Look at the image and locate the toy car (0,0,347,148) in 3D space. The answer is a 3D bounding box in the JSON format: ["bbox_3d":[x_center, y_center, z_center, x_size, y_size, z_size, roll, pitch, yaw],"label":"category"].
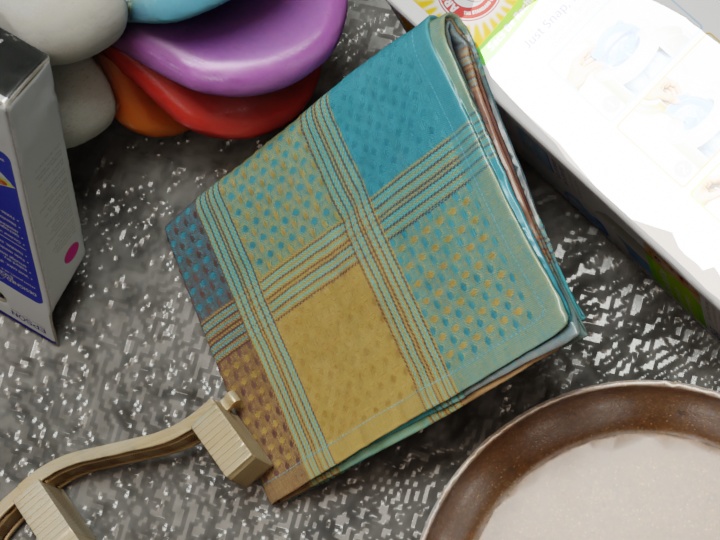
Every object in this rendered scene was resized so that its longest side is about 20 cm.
[{"bbox_3d":[-0.077,-0.126,0.873,0.150,0.200,0.175,36,67,5],"label":"toy car"}]

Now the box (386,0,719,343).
[{"bbox_3d":[0.121,-0.073,0.867,0.101,0.112,0.200,-46,75,1],"label":"box"}]

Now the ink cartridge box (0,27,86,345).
[{"bbox_3d":[-0.169,-0.046,0.878,0.095,0.200,0.037,30,62,14],"label":"ink cartridge box"}]

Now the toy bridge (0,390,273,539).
[{"bbox_3d":[-0.129,0.120,0.910,0.200,0.027,0.067,-41,64,4],"label":"toy bridge"}]

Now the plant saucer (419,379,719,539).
[{"bbox_3d":[0.120,0.147,0.865,0.200,0.034,0.200,-2,79,8],"label":"plant saucer"}]

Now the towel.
[{"bbox_3d":[0.000,0.000,0.864,0.200,0.022,0.147,-35,71,42],"label":"towel"}]
